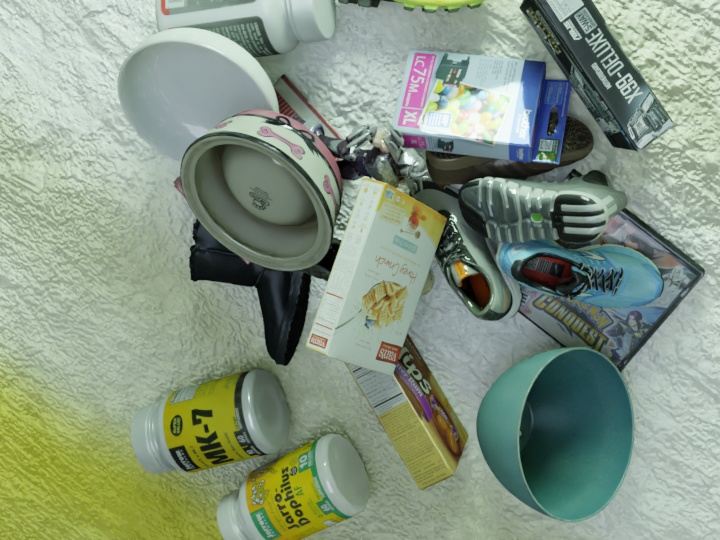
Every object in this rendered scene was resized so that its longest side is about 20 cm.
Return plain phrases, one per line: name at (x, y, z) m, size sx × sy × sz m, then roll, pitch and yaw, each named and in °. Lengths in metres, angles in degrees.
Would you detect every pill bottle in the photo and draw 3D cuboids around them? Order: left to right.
pill bottle at (-0.207, 0.212, 1.434) m, size 0.197 × 0.114 × 0.116 m, roll -17°, pitch 101°, yaw 21°
pill bottle at (-0.135, -0.313, 1.256) m, size 0.196 × 0.114 × 0.116 m, roll -3°, pitch 105°, yaw 17°
pill bottle at (-0.096, 0.311, 1.430) m, size 0.198 × 0.113 × 0.114 m, roll -28°, pitch 97°, yaw 22°

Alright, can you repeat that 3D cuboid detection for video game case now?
video game case at (0.282, 0.009, 1.276) m, size 0.199 × 0.026 × 0.182 m, roll 37°, pitch 112°, yaw 3°

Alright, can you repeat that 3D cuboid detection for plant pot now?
plant pot at (0.219, 0.193, 1.279) m, size 0.134 × 0.198 × 0.203 m, roll -2°, pitch 109°, yaw 55°

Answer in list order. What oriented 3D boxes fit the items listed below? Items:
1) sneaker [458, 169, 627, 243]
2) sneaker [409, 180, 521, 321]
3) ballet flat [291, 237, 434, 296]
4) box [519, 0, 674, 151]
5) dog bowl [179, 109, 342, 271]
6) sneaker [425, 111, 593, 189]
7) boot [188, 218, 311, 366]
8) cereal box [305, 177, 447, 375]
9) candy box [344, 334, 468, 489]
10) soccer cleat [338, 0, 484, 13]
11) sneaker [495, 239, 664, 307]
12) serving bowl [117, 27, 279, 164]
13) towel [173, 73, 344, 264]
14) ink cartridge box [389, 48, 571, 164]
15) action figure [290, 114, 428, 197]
sneaker at (0.218, -0.079, 1.211) m, size 0.198 × 0.115 × 0.076 m, roll 13°, pitch 119°, yaw 41°
sneaker at (0.122, -0.026, 1.273) m, size 0.074 × 0.079 × 0.202 m, roll -41°, pitch 75°, yaw 28°
ballet flat at (0.000, 0.000, 1.316) m, size 0.197 × 0.057 × 0.068 m, roll 13°, pitch 96°, yaw -12°
box at (0.252, -0.228, 1.140) m, size 0.049 × 0.158 × 0.201 m, roll -35°, pitch 95°, yaw 8°
dog bowl at (-0.107, -0.098, 1.213) m, size 0.197 × 0.074 × 0.202 m, roll 18°, pitch 140°, yaw 16°
sneaker at (0.177, -0.138, 1.249) m, size 0.196 × 0.071 × 0.076 m, roll -2°, pitch 148°, yaw 8°
boot at (-0.148, 0.012, 1.379) m, size 0.160 × 0.073 × 0.202 m, roll 12°, pitch 102°, yaw 10°
cereal box at (0.021, 0.012, 1.204) m, size 0.039 × 0.143 × 0.203 m, roll 17°, pitch 87°, yaw 36°
candy box at (0.059, 0.162, 1.338) m, size 0.056 × 0.117 × 0.202 m, roll -27°, pitch 96°, yaw 21°
soccer cleat at (0.060, -0.346, 1.216) m, size 0.197 × 0.065 × 0.085 m, roll 8°, pitch 106°, yaw 14°
sneaker at (0.256, 0.012, 1.214) m, size 0.196 × 0.090 × 0.080 m, roll 9°, pitch 109°, yaw -1°
serving bowl at (-0.185, -0.210, 1.244) m, size 0.196 × 0.066 × 0.202 m, roll 11°, pitch 141°, yaw 9°
towel at (-0.120, -0.127, 1.322) m, size 0.200 × 0.023 × 0.144 m, roll -44°, pitch 87°, yaw 1°
ink cartridge box at (0.141, -0.192, 1.215) m, size 0.196 × 0.042 × 0.121 m, roll 9°, pitch 66°, yaw 12°
action figure at (-0.006, -0.126, 1.233) m, size 0.197 × 0.070 × 0.131 m, roll 11°, pitch 141°, yaw 31°
